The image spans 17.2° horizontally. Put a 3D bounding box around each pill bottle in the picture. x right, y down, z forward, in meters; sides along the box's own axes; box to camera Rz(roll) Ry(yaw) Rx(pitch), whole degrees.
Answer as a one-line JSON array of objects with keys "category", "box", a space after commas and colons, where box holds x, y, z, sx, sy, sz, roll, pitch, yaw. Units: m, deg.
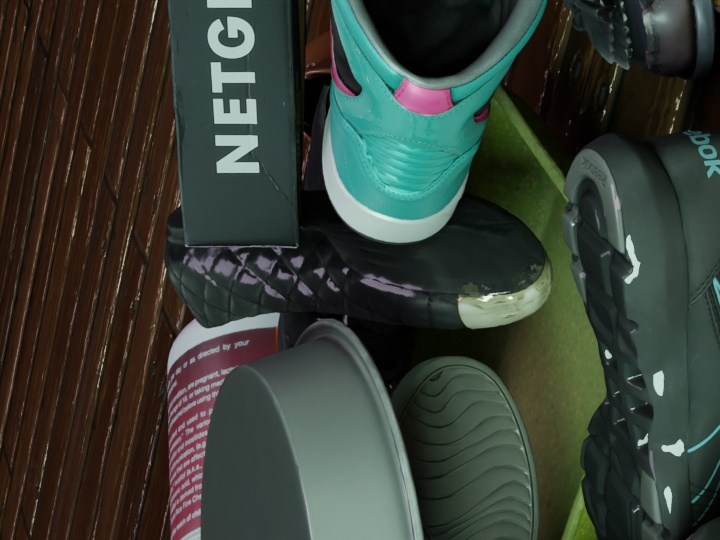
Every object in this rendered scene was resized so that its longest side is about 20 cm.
[{"category": "pill bottle", "box": [-0.040, 0.086, 1.173, 0.113, 0.112, 0.202, 127, 144, -56]}]

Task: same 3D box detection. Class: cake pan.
[{"category": "cake pan", "box": [-0.021, 0.119, 0.855, 0.200, 0.036, 0.202, 177, 90, -73]}]

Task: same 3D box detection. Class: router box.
[{"category": "router box", "box": [-0.048, -0.132, 0.931, 0.150, 0.051, 0.201, -90, -1, -54]}]

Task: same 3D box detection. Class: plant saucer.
[{"category": "plant saucer", "box": [0.073, 0.053, 0.954, 0.200, 0.047, 0.202, -117, 37, -58]}]

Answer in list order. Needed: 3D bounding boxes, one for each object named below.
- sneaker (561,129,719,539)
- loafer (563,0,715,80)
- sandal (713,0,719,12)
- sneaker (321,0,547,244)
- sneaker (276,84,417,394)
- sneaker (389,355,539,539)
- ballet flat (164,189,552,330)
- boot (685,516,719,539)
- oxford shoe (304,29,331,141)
[{"category": "sneaker", "box": [0.118, 0.044, 0.801, 0.075, 0.079, 0.202, -126, 25, -55]}, {"category": "loafer", "box": [0.086, -0.126, 0.928, 0.200, 0.062, 0.072, -107, 9, -58]}, {"category": "sandal", "box": [0.137, -0.193, 0.831, 0.079, 0.059, 0.209, -133, 52, -65]}, {"category": "sneaker", "box": [0.021, -0.125, 0.897, 0.121, 0.083, 0.202, 115, 157, -59]}, {"category": "sneaker", "box": [-0.003, 0.026, 1.020, 0.105, 0.059, 0.201, 111, 159, -44]}, {"category": "sneaker", "box": [0.011, 0.132, 0.917, 0.106, 0.074, 0.202, -177, 93, -68]}, {"category": "ballet flat", "box": [0.000, 0.000, 0.957, 0.199, 0.066, 0.057, 6, 128, 43]}, {"category": "boot", "box": [0.097, 0.194, 0.753, 0.154, 0.073, 0.205, -33, 58, 53]}, {"category": "oxford shoe", "box": [-0.008, -0.093, 1.209, 0.200, 0.071, 0.072, -141, 58, -70]}]
